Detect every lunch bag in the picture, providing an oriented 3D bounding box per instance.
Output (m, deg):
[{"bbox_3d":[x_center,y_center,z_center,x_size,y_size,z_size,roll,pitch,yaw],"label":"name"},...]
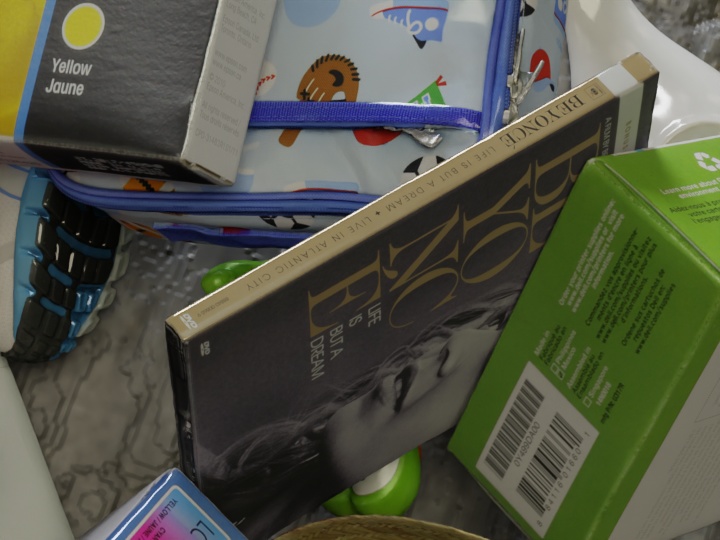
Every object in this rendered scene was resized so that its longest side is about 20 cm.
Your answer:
[{"bbox_3d":[-0.018,-0.080,0.869,0.200,0.076,0.160,3,73,25],"label":"lunch bag"}]

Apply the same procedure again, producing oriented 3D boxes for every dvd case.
[{"bbox_3d":[0.021,0.018,0.823,0.200,0.149,0.016,-30,58,-22],"label":"dvd case"}]

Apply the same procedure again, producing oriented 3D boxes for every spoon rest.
[{"bbox_3d":[0.124,-0.079,0.985,0.099,0.061,0.200,-21,92,-10],"label":"spoon rest"}]

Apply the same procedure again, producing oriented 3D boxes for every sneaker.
[{"bbox_3d":[-0.141,-0.060,0.944,0.087,0.075,0.200,0,77,20],"label":"sneaker"}]

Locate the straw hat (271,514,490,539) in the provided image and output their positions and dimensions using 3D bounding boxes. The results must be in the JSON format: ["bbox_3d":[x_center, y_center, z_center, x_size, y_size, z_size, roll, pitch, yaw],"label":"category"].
[{"bbox_3d":[0.044,0.157,0.888,0.201,0.201,0.085,35,33,3],"label":"straw hat"}]

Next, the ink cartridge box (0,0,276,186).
[{"bbox_3d":[-0.117,-0.138,0.868,0.197,0.047,0.200,6,80,28],"label":"ink cartridge box"}]

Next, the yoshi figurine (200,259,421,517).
[{"bbox_3d":[-0.003,-0.002,0.910,0.112,0.112,0.200,6,84,-15],"label":"yoshi figurine"}]

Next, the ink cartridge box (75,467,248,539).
[{"bbox_3d":[-0.046,0.183,0.824,0.200,0.136,0.076,45,49,-6],"label":"ink cartridge box"}]

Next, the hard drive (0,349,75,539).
[{"bbox_3d":[-0.167,0.129,0.881,0.132,0.026,0.200,-14,76,-35],"label":"hard drive"}]

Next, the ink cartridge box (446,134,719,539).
[{"bbox_3d":[0.149,0.022,0.889,0.200,0.148,0.076,-13,48,-42],"label":"ink cartridge box"}]
